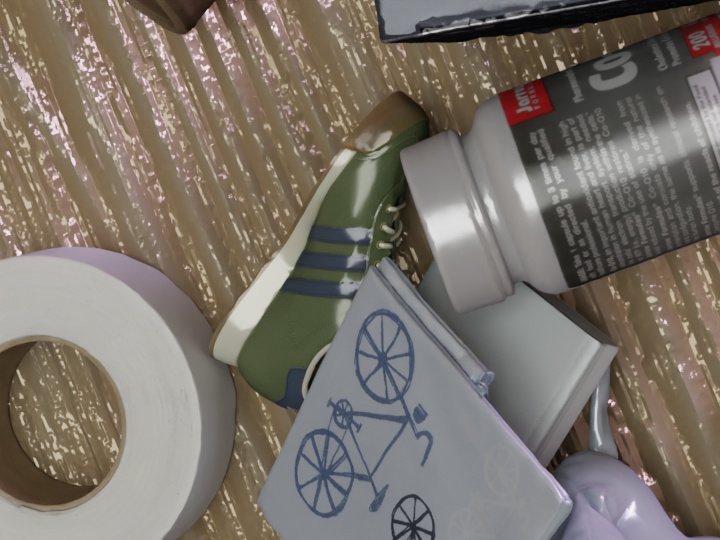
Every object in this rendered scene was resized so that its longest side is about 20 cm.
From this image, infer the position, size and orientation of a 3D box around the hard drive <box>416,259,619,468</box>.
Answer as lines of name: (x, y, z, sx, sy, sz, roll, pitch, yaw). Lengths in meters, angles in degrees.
hard drive: (0.050, 0.093, 1.551, 0.132, 0.026, 0.200, 40, 106, 38)

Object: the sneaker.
sneaker: (0.000, 0.000, 1.561, 0.090, 0.067, 0.200, 41, 111, 14)

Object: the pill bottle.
pill bottle: (0.130, -0.056, 1.473, 0.200, 0.114, 0.114, -20, 90, 4)

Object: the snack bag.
snack bag: (0.030, 0.125, 1.492, 0.200, 0.021, 0.189, 49, 128, 34)

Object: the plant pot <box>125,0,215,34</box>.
plant pot: (-0.120, -0.263, 1.522, 0.200, 0.200, 0.175, 39, 86, 8)

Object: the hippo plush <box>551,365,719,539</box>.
hippo plush: (0.157, 0.192, 1.516, 0.161, 0.200, 0.159, 27, 126, -14)

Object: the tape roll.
tape roll: (-0.179, 0.088, 1.617, 0.202, 0.071, 0.203, 1, 96, 14)

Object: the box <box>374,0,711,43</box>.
box: (0.118, -0.193, 1.444, 0.196, 0.200, 0.118, -9, 93, 15)
